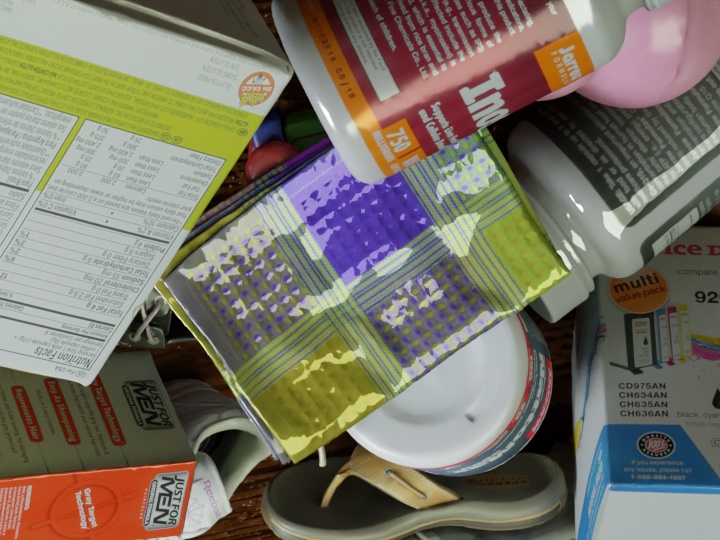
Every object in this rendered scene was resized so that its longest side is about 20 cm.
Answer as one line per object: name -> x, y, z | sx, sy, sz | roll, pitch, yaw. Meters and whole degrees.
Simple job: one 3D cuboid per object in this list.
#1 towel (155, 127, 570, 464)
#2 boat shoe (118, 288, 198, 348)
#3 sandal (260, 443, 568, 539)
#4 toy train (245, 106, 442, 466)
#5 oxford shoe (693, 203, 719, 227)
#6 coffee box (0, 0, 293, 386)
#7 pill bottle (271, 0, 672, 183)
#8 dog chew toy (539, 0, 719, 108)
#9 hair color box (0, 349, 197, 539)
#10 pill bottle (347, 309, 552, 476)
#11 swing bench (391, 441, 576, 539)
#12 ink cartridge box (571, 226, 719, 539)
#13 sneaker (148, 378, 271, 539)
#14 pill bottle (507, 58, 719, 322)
towel -> 0.000, 0.000, 1.606 | 0.199, 0.023, 0.144 | -32, 103, -4
boat shoe -> -0.090, 0.011, 1.699 | 0.199, 0.057, 0.067 | -13, 136, -29
sandal -> 0.034, 0.131, 1.882 | 0.198, 0.081, 0.054 | -4, 126, -7
toy train -> 0.010, 0.000, 1.657 | 0.115, 0.085, 0.201 | -13, 101, 2
oxford shoe -> 0.236, -0.041, 1.901 | 0.071, 0.071, 0.201 | -21, 141, -24
coffee box -> -0.191, -0.096, 1.373 | 0.199, 0.200, 0.198 | 14, 120, -38
pill bottle -> 0.063, -0.136, 1.529 | 0.199, 0.113, 0.113 | -27, 143, 5
dog chew toy -> 0.107, -0.149, 1.651 | 0.199, 0.125, 0.125 | -6, 133, -23
hair color box -> -0.201, 0.103, 1.641 | 0.199, 0.102, 0.062 | -4, 129, -21
pill bottle -> 0.053, 0.062, 1.778 | 0.119, 0.120, 0.200 | -41, 169, 4
swing bench -> 0.084, 0.212, 1.994 | 0.198, 0.130, 0.201 | -14, 131, -27
ink cartridge box -> 0.212, 0.091, 1.866 | 0.146, 0.201, 0.145 | 2, 143, -2
sneaker -> -0.136, 0.132, 1.723 | 0.200, 0.099, 0.075 | -39, 123, -27
pill bottle -> 0.160, -0.070, 1.763 | 0.200, 0.114, 0.114 | -39, 143, -5
